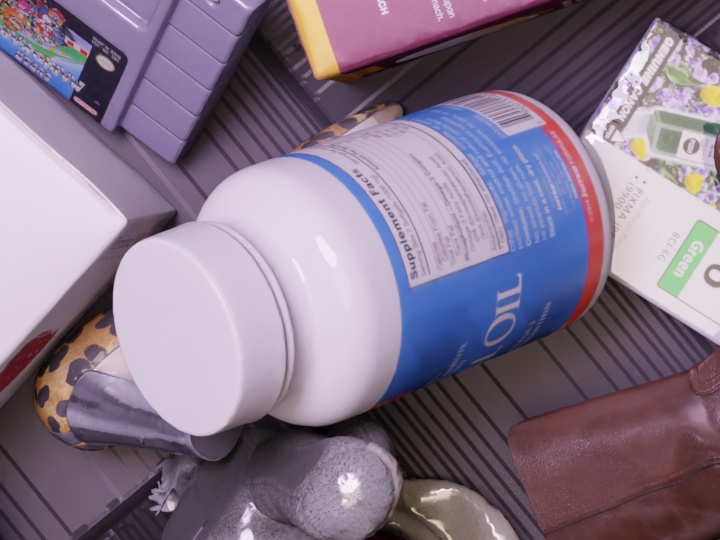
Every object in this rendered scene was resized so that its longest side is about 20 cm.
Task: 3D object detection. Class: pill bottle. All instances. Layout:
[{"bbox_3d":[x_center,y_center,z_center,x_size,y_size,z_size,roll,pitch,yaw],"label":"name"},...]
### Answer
[{"bbox_3d":[0.000,0.000,1.089,0.200,0.112,0.112,-20,91,-37],"label":"pill bottle"}]

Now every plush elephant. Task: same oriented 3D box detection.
[{"bbox_3d":[-0.010,0.147,1.149,0.155,0.200,0.165,33,95,-19],"label":"plush elephant"}]

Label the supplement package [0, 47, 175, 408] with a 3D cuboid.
[{"bbox_3d":[-0.198,0.009,1.171,0.120,0.121,0.200,43,97,3],"label":"supplement package"}]

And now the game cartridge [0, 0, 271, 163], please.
[{"bbox_3d":[-0.139,-0.142,1.163,0.200,0.038,0.130,37,139,3],"label":"game cartridge"}]

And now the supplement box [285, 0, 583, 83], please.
[{"bbox_3d":[0.066,-0.152,1.140,0.200,0.110,0.086,-19,92,7],"label":"supplement box"}]

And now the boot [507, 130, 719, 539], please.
[{"bbox_3d":[0.130,0.043,1.130,0.200,0.064,0.186,-23,104,32],"label":"boot"}]

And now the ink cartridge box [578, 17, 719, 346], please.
[{"bbox_3d":[0.186,-0.014,1.165,0.200,0.050,0.109,33,96,4],"label":"ink cartridge box"}]

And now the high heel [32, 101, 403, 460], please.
[{"bbox_3d":[-0.069,-0.003,1.198,0.071,0.143,0.200,48,63,-32],"label":"high heel"}]
